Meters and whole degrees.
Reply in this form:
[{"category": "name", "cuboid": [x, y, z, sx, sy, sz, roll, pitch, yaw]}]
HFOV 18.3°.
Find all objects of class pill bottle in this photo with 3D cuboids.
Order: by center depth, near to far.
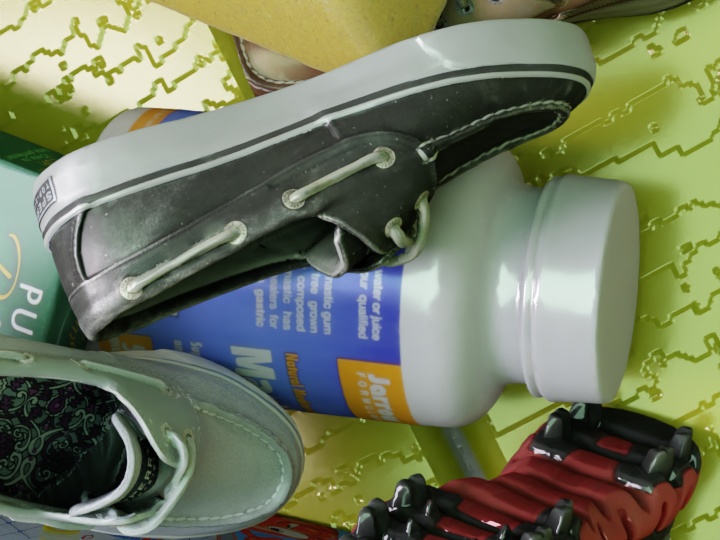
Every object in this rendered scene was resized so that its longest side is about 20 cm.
[{"category": "pill bottle", "cuboid": [0.000, 0.000, 0.842, 0.199, 0.112, 0.113, 6, 93, 17]}]

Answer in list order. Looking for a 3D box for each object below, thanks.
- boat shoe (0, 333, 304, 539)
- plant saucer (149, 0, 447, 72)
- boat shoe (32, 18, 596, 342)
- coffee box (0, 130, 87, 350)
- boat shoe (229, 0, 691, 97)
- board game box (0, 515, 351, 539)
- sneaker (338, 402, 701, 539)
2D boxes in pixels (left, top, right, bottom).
[{"category": "boat shoe", "cuboid": [-0.095, 0.062, 0.757, 0.071, 0.200, 0.070, 35, 105, 53]}, {"category": "plant saucer", "cuboid": [-0.031, -0.190, 0.813, 0.199, 0.048, 0.201, 24, 87, 30]}, {"category": "boat shoe", "cuboid": [-0.007, -0.028, 0.754, 0.199, 0.071, 0.064, -19, 72, -10]}, {"category": "coffee box", "cuboid": [-0.192, -0.007, 0.822, 0.199, 0.044, 0.124, 19, 103, 16]}, {"category": "boat shoe", "cuboid": [0.047, -0.116, 0.820, 0.199, 0.074, 0.076, -20, 83, -1]}, {"category": "board game box", "cuboid": [-0.087, 0.130, 0.826, 0.195, 0.200, 0.056, 11, 98, 15]}, {"category": "sneaker", "cuboid": [0.054, 0.115, 0.797, 0.071, 0.200, 0.098, 21, 113, 31]}]
